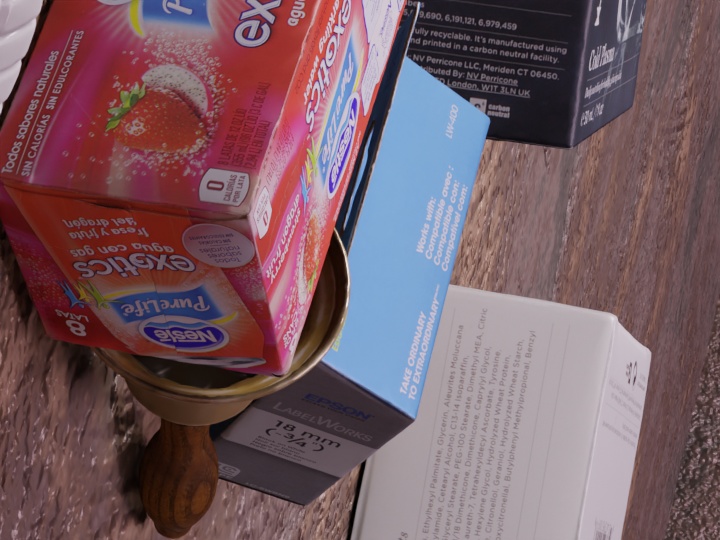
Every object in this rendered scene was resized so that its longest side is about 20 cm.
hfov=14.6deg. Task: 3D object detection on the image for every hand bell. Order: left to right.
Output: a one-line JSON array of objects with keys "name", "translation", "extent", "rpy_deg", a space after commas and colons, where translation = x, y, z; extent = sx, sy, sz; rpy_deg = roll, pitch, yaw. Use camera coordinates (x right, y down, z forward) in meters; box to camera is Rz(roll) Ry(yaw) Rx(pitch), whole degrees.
[{"name": "hand bell", "translation": [-0.067, 0.052, 1.096], "extent": [0.200, 0.104, 0.104], "rpy_deg": [104, 3, -58]}]

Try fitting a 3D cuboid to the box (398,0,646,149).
[{"name": "box", "translation": [0.068, -0.168, 1.300], "extent": [0.200, 0.124, 0.197], "rpy_deg": [-35, 131, -74]}]

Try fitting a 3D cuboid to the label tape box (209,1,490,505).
[{"name": "label tape box", "translation": [0.000, 0.000, 1.164], "extent": [0.200, 0.063, 0.144], "rpy_deg": [135, -27, -62]}]

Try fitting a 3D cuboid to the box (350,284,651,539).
[{"name": "box", "translation": [0.084, 0.121, 1.663], "extent": [0.199, 0.131, 0.200], "rpy_deg": [33, 66, -76]}]

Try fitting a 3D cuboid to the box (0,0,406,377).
[{"name": "box", "translation": [-0.050, -0.075, 0.990], "extent": [0.100, 0.095, 0.200], "rpy_deg": [79, 24, -55]}]

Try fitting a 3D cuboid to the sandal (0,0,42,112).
[{"name": "sandal", "translation": [-0.141, -0.029, 0.743], "extent": [0.082, 0.050, 0.203], "rpy_deg": [-1, 113, -63]}]
